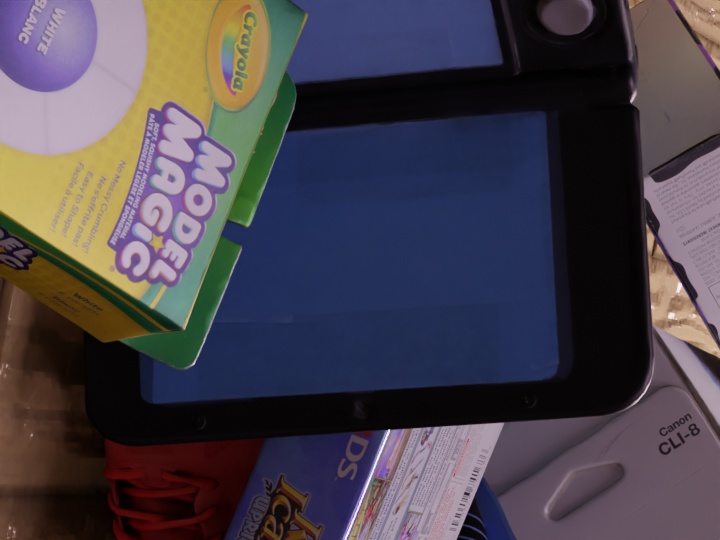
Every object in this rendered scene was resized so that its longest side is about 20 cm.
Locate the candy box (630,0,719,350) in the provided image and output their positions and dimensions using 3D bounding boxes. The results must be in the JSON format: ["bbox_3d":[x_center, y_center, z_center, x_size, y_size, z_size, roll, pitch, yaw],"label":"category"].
[{"bbox_3d":[0.192,-0.022,1.319,0.200,0.071,0.168,56,8,-28],"label":"candy box"}]

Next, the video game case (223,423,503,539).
[{"bbox_3d":[-0.011,0.116,0.965,0.201,0.045,0.181,-68,165,-2],"label":"video game case"}]

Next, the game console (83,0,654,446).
[{"bbox_3d":[-0.011,-0.045,0.838,0.176,0.199,0.117,73,17,-46],"label":"game console"}]

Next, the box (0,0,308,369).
[{"bbox_3d":[-0.097,-0.063,0.744,0.200,0.048,0.118,35,64,-34],"label":"box"}]

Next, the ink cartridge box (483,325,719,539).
[{"bbox_3d":[0.145,0.131,1.281,0.145,0.145,0.200,58,12,16],"label":"ink cartridge box"}]

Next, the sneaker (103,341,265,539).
[{"bbox_3d":[-0.065,0.107,0.959,0.200,0.078,0.116,62,42,-53],"label":"sneaker"}]

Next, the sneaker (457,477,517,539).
[{"bbox_3d":[0.027,0.139,1.113,0.078,0.200,0.070,-1,119,-24],"label":"sneaker"}]
